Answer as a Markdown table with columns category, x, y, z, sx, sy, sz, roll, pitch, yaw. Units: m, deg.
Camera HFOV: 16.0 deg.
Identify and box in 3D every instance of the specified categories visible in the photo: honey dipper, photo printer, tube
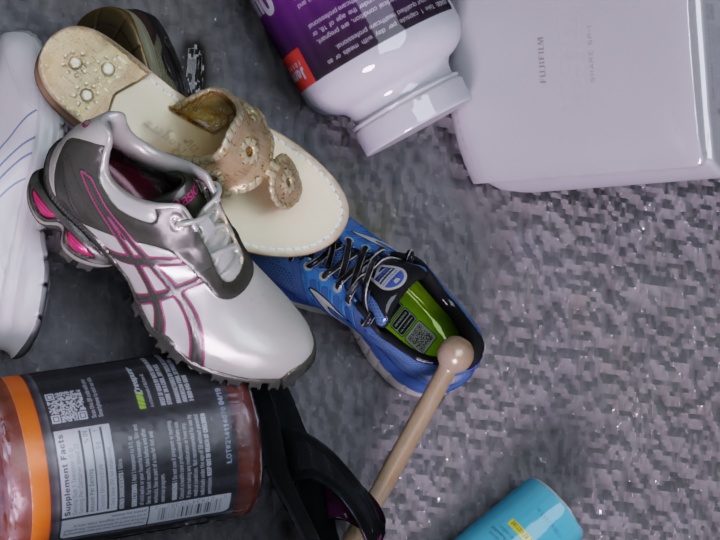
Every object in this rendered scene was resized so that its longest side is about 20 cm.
| category | x | y | z | sx | sy | sz | roll | pitch | yaw |
| --- | --- | --- | --- | --- | --- | --- | --- | --- | --- |
| honey dipper | 0.015 | 0.129 | 1.569 | 0.038 | 0.038 | 0.200 | 28 | 96 | -11 |
| photo printer | 0.141 | -0.135 | 1.619 | 0.069 | 0.200 | 0.167 | -6 | 93 | -53 |
| tube | 0.051 | 0.212 | 1.605 | 0.200 | 0.050 | 0.077 | -41 | 87 | -15 |

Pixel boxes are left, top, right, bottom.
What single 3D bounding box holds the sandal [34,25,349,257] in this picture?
| category | x | y | z | sx | sy | sz | roll | pitch | yaw |
| --- | --- | --- | --- | --- | --- | --- | --- | --- | --- |
| sandal | -0.095 | -0.076 | 1.508 | 0.211 | 0.070 | 0.078 | 32 | 77 | -9 |

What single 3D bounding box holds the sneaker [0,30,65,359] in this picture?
| category | x | y | z | sx | sy | sz | roll | pitch | yaw |
| --- | --- | --- | --- | --- | --- | --- | --- | --- | --- |
| sneaker | -0.224 | -0.050 | 1.546 | 0.087 | 0.075 | 0.201 | 8 | 77 | -12 |

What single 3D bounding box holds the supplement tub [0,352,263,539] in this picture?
| category | x | y | z | sx | sy | sz | roll | pitch | yaw |
| --- | --- | --- | --- | --- | --- | --- | --- | --- | --- |
| supplement tub | -0.165 | 0.108 | 1.517 | 0.199 | 0.107 | 0.107 | -8 | 83 | -19 |

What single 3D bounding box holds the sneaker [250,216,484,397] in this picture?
| category | x | y | z | sx | sy | sz | roll | pitch | yaw |
| --- | --- | --- | --- | --- | --- | --- | --- | --- | --- |
| sneaker | 0.000 | 0.000 | 1.599 | 0.200 | 0.089 | 0.079 | 36 | 70 | -9 |

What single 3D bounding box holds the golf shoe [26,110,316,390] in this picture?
| category | x | y | z | sx | sy | sz | roll | pitch | yaw |
| --- | --- | --- | --- | --- | --- | --- | --- | --- | --- |
| golf shoe | -0.101 | -0.008 | 1.487 | 0.200 | 0.088 | 0.077 | 38 | 49 | -7 |

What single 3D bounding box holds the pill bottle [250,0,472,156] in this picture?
| category | x | y | z | sx | sy | sz | roll | pitch | yaw |
| --- | --- | --- | --- | --- | --- | --- | --- | --- | --- |
| pill bottle | -0.011 | -0.177 | 1.615 | 0.112 | 0.112 | 0.200 | -28 | 90 | -21 |

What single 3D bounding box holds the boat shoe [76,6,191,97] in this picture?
| category | x | y | z | sx | sy | sz | roll | pitch | yaw |
| --- | --- | --- | --- | --- | --- | --- | --- | --- | --- |
| boat shoe | -0.119 | -0.067 | 1.583 | 0.065 | 0.073 | 0.201 | -19 | 99 | -55 |

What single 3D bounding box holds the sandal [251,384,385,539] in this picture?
| category | x | y | z | sx | sy | sz | roll | pitch | yaw |
| --- | --- | --- | --- | --- | --- | --- | --- | --- | --- |
| sandal | -0.023 | 0.125 | 1.535 | 0.048 | 0.075 | 0.201 | -28 | 56 | 7 |
